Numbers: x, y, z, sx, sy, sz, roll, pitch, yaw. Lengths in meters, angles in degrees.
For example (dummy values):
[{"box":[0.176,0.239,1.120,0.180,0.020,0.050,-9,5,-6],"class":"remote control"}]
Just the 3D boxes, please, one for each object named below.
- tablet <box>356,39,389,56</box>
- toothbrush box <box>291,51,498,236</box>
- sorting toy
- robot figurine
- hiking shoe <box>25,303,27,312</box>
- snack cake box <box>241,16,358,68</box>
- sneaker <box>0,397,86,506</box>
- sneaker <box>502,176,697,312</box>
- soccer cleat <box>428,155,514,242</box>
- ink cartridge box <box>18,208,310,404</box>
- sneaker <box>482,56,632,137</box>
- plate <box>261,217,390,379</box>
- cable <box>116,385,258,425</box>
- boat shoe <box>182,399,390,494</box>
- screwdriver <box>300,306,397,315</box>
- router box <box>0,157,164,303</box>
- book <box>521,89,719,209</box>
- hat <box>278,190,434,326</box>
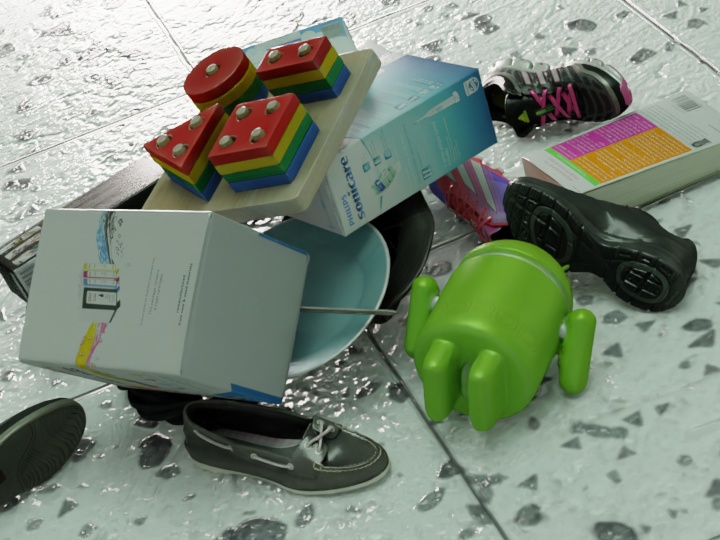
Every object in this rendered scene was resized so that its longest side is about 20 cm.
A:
[{"box":[-0.044,-0.217,2.004,0.200,0.014,0.130,-27,37,-16],"class":"tablet"},{"box":[0.008,-0.127,1.619,0.200,0.085,0.146,-32,30,-27],"class":"toothbrush box"},{"box":[-0.108,-0.137,1.552,0.199,0.070,0.200,-7,44,37],"class":"sorting toy"},{"box":[0.121,0.052,1.492,0.175,0.116,0.200,10,42,22],"class":"robot figurine"},{"box":[-0.242,0.035,1.689,0.200,0.076,0.101,-26,31,2],"class":"hiking shoe"},{"box":[-0.047,-0.161,1.764,0.115,0.200,0.067,-19,51,-4],"class":"snack cake box"},{"box":[-0.358,0.169,1.550,0.200,0.075,0.106,-36,43,-25],"class":"sneaker"},{"box":[0.229,-0.034,1.590,0.200,0.076,0.091,31,40,14],"class":"sneaker"},{"box":[0.131,-0.061,1.689,0.200,0.067,0.076,26,57,40],"class":"soccer cleat"},{"box":[-0.177,0.032,1.490,0.200,0.147,0.145,3,78,36],"class":"ink cartridge box"},{"box":[0.201,-0.184,1.816,0.200,0.074,0.087,11,44,42],"class":"sneaker"},{"box":[-0.059,0.029,1.563,0.200,0.026,0.200,-16,46,18],"class":"plate"},{"box":[-0.158,0.083,1.612,0.163,0.051,0.200,-24,37,-11],"class":"cable"},{"box":[-0.072,0.153,1.480,0.200,0.057,0.067,4,40,25],"class":"boat shoe"},{"box":[-0.051,0.031,1.513,0.200,0.028,0.029,-4,79,33],"class":"screwdriver"},{"box":[-0.276,-0.042,1.718,0.200,0.051,0.149,-34,18,-14],"class":"router box"},{"box":[0.284,-0.120,1.724,0.200,0.048,0.134,-22,33,-10],"class":"book"},{"box":[0.000,0.000,1.629,0.200,0.081,0.201,-17,45,17],"class":"hat"}]
